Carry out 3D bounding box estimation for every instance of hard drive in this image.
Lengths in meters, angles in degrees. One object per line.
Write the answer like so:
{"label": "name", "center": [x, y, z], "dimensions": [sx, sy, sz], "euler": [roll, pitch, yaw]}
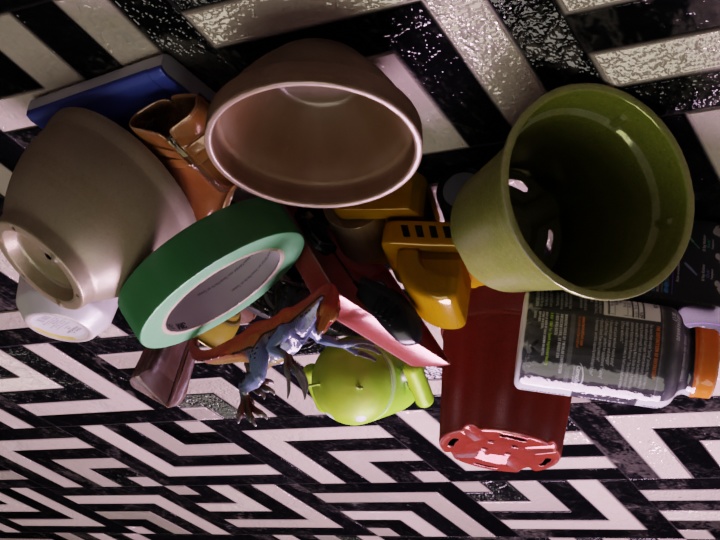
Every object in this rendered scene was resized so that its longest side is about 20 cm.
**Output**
{"label": "hard drive", "center": [-0.232, -0.157, 1.310], "dimensions": [0.199, 0.025, 0.132], "euler": [-11, 147, 36]}

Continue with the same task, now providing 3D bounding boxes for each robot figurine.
{"label": "robot figurine", "center": [0.011, 0.140, 1.667], "dimensions": [0.175, 0.116, 0.200], "euler": [-3, -178, 26]}

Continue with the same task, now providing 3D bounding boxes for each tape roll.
{"label": "tape roll", "center": [-0.153, 0.004, 1.303], "dimensions": [0.200, 0.048, 0.201], "euler": [-32, 165, -10]}

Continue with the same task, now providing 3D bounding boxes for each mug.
{"label": "mug", "center": [-0.342, 0.009, 1.538], "dimensions": [0.149, 0.154, 0.187], "euler": [4, 154, 11]}

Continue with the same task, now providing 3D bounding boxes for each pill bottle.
{"label": "pill bottle", "center": [0.261, 0.082, 1.284], "dimensions": [0.199, 0.107, 0.106], "euler": [8, 154, 7]}

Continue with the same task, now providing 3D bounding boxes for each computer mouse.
{"label": "computer mouse", "center": [0.000, 0.000, 1.333], "dimensions": [0.034, 0.200, 0.059], "euler": [-46, 166, 14]}

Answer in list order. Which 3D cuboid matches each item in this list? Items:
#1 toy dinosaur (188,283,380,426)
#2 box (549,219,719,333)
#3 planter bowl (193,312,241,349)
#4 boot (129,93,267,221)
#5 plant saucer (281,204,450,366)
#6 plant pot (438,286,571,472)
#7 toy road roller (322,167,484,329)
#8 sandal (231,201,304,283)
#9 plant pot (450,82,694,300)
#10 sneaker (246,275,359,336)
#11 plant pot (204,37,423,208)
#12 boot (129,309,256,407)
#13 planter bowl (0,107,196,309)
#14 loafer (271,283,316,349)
{"label": "toy dinosaur", "center": [-0.087, 0.073, 1.297], "dimensions": [0.200, 0.105, 0.182], "euler": [27, 121, 8]}
{"label": "box", "center": [0.305, 0.010, 1.360], "dimensions": [0.199, 0.106, 0.122], "euler": [9, 152, 3]}
{"label": "planter bowl", "center": [-0.186, -0.009, 1.475], "dimensions": [0.083, 0.201, 0.200], "euler": [-37, 138, 10]}
{"label": "boot", "center": [-0.181, -0.109, 1.280], "dimensions": [0.200, 0.074, 0.155], "euler": [-24, 144, 30]}
{"label": "plant saucer", "center": [-0.008, 0.020, 1.414], "dimensions": [0.037, 0.200, 0.199], "euler": [-46, 130, 13]}
{"label": "plant pot", "center": [0.182, 0.132, 1.549], "dimensions": [0.200, 0.196, 0.201], "euler": [8, 154, 4]}
{"label": "toy road roller", "center": [0.057, -0.020, 1.343], "dimensions": [0.199, 0.146, 0.123], "euler": [2, 152, 15]}
{"label": "sandal", "center": [-0.109, -0.028, 1.471], "dimensions": [0.200, 0.043, 0.076], "euler": [33, -171, -25]}
{"label": "plant pot", "center": [0.182, -0.056, 1.208], "dimensions": [0.200, 0.201, 0.184], "euler": [19, 163, -18]}
{"label": "sneaker", "center": [-0.092, 0.046, 1.618], "dimensions": [0.200, 0.076, 0.091], "euler": [24, 156, -22]}
{"label": "plant pot", "center": [-0.041, -0.149, 1.171], "dimensions": [0.200, 0.093, 0.201], "euler": [3, 150, 2]}
{"label": "boot", "center": [-0.213, 0.099, 1.616], "dimensions": [0.064, 0.201, 0.186], "euler": [-7, 149, 32]}
{"label": "planter bowl", "center": [-0.285, -0.046, 1.283], "dimensions": [0.200, 0.135, 0.201], "euler": [30, 150, 20]}
{"label": "loafer", "center": [-0.073, 0.055, 1.452], "dimensions": [0.068, 0.071, 0.201], "euler": [17, 179, -1]}
